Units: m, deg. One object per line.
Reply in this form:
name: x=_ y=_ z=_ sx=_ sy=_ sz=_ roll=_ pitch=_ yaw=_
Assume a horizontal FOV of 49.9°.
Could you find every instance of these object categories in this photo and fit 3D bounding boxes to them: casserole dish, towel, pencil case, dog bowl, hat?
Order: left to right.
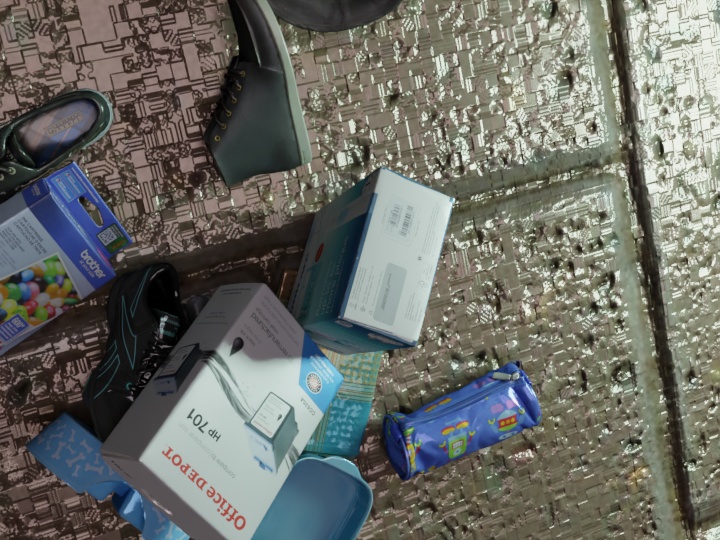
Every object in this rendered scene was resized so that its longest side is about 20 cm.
dog bowl: x=-0.249 y=0.220 z=0.801 sx=0.199 sy=0.111 sz=0.050 roll=43 pitch=71 yaw=-17
casserole dish: x=-0.069 y=0.296 z=0.890 sx=0.120 sy=0.039 sz=0.203 roll=29 pitch=94 yaw=-18
towel: x=-0.046 y=0.111 z=0.893 sx=0.143 sy=0.022 sz=0.205 roll=13 pitch=92 yaw=-18
hat: x=-0.026 y=-0.342 z=0.810 sx=0.195 sy=0.081 sz=0.206 roll=0 pitch=98 yaw=1
pencil case: x=0.121 y=0.176 z=0.920 sx=0.196 sy=0.078 sz=0.088 roll=-19 pitch=131 yaw=-14

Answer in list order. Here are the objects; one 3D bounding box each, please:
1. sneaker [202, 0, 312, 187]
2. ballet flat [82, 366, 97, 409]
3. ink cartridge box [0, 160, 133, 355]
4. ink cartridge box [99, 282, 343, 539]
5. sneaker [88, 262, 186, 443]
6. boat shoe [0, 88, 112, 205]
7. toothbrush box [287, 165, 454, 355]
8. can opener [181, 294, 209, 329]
sneaker: x=-0.123 y=-0.186 z=0.788 sx=0.104 sy=0.075 sz=0.204 roll=-21 pitch=116 yaw=-12
ballet flat: x=-0.217 y=0.175 z=0.829 sx=0.073 sy=0.073 sz=0.200 roll=-46 pitch=113 yaw=-7
ink cartridge box: x=-0.329 y=-0.003 z=0.757 sx=0.199 sy=0.042 sz=0.120 roll=-37 pitch=134 yaw=-12
ink cartridge box: x=-0.125 y=0.136 z=0.741 sx=0.147 sy=0.085 sz=0.202 roll=51 pitch=53 yaw=-28
sneaker: x=-0.214 y=0.084 z=0.758 sx=0.075 sy=0.078 sz=0.205 roll=23 pitch=53 yaw=-46
boat shoe: x=-0.332 y=-0.115 z=0.748 sx=0.198 sy=0.057 sz=0.069 roll=-36 pitch=106 yaw=-10
toothbrush box: x=0.000 y=0.000 z=0.784 sx=0.084 sy=0.199 sz=0.150 roll=20 pitch=76 yaw=-16
can opener: x=-0.148 y=0.127 z=0.840 sx=0.052 sy=0.067 sz=0.204 roll=-21 pitch=87 yaw=17
